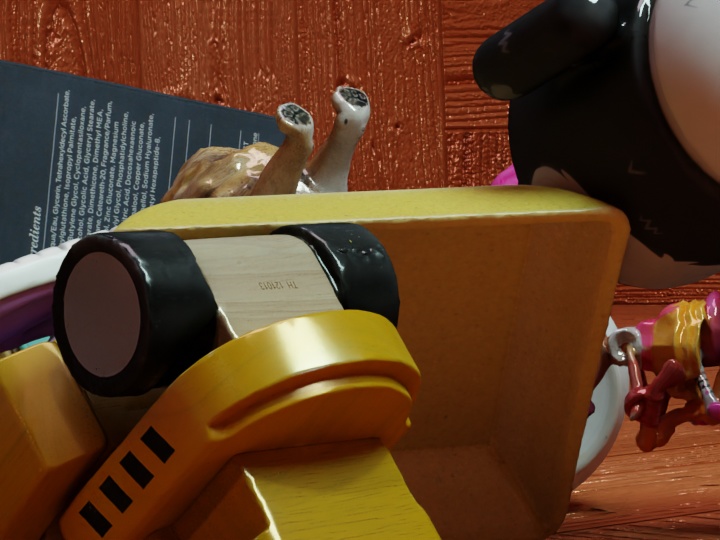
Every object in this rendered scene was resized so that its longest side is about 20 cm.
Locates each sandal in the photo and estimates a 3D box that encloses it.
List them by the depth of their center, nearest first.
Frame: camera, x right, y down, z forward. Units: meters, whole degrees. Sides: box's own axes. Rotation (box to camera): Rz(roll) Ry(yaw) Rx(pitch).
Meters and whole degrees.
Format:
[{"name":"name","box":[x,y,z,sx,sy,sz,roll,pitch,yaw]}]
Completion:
[{"name":"sandal","box":[-0.115,0.022,1.144,0.202,0.050,0.082,-21,-15,-24]}]

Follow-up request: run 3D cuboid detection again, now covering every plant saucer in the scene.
[{"name":"plant saucer","box":[-0.008,0.035,1.141,0.200,0.200,0.049,-2,46,-10]}]

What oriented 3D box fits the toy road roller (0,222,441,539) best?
[{"name":"toy road roller","box":[-0.057,0.082,1.017,0.123,0.146,0.200,-3,-36,-43]}]

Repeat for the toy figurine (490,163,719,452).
[{"name":"toy figurine","box":[0.126,0.016,1.267,0.184,0.200,0.150,-4,-2,12]}]

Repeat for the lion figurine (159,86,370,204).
[{"name":"lion figurine","box":[0.000,0.000,1.226,0.200,0.123,0.072,40,38,19]}]

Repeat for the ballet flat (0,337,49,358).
[{"name":"ballet flat","box":[-0.068,0.037,1.298,0.200,0.069,0.063,-1,-37,-14]}]

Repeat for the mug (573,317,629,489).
[{"name":"mug","box":[0.041,0.061,1.386,0.187,0.149,0.153,-42,23,-12]}]

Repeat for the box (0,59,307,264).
[{"name":"box","box":[-0.149,-0.027,1.365,0.200,0.107,0.148,10,-11,-32]}]

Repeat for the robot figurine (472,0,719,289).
[{"name":"robot figurine","box":[0.136,-0.066,1.115,0.150,0.125,0.200,-29,-1,-31]}]
